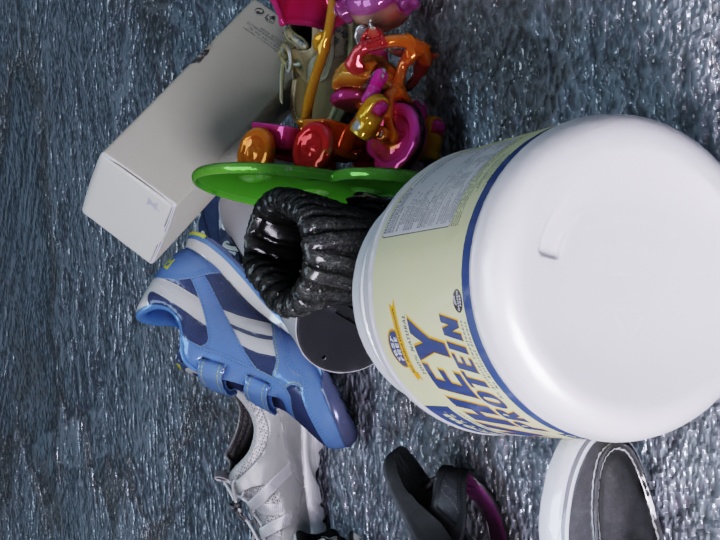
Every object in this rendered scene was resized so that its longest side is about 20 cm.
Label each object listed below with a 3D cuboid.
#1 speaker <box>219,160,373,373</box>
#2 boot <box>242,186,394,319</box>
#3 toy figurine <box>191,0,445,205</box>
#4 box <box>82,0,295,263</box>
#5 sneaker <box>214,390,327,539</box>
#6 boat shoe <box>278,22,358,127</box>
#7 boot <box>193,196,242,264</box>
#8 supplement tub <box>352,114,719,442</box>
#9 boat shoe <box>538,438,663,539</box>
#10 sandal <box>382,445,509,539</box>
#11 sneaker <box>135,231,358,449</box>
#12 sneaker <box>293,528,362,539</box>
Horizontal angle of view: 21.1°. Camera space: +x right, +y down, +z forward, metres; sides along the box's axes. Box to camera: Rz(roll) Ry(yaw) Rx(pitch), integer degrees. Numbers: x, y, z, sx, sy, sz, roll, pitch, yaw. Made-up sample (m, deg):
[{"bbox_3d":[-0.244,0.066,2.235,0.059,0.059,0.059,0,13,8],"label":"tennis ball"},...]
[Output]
[{"bbox_3d":[-0.036,-0.009,1.354,0.200,0.081,0.082,-127,41,-57],"label":"speaker"},{"bbox_3d":[0.000,-0.003,1.144,0.211,0.156,0.080,156,112,-68],"label":"boot"},{"bbox_3d":[-0.008,-0.138,1.243,0.199,0.149,0.186,0,80,48],"label":"toy figurine"},{"bbox_3d":[-0.114,-0.104,1.414,0.200,0.068,0.082,-50,-6,-38],"label":"box"},{"bbox_3d":[-0.073,0.165,1.452,0.075,0.081,0.202,-174,84,-69],"label":"sneaker"},{"bbox_3d":[-0.032,-0.188,1.361,0.073,0.062,0.201,-125,39,-56],"label":"boat shoe"},{"bbox_3d":[-0.095,-0.016,1.517,0.200,0.072,0.091,-119,29,-53],"label":"boot"},{"bbox_3d":[0.086,0.007,0.934,0.200,0.144,0.146,171,99,-69],"label":"supplement tub"},{"bbox_3d":[0.132,0.175,0.932,0.066,0.070,0.202,-10,78,52],"label":"boat shoe"},{"bbox_3d":[0.063,0.157,1.122,0.075,0.048,0.201,50,-175,-26],"label":"sandal"},{"bbox_3d":[-0.081,0.064,1.389,0.200,0.082,0.074,45,166,22],"label":"sneaker"},{"bbox_3d":[-0.013,0.220,1.306,0.200,0.073,0.081,179,92,-69],"label":"sneaker"}]
